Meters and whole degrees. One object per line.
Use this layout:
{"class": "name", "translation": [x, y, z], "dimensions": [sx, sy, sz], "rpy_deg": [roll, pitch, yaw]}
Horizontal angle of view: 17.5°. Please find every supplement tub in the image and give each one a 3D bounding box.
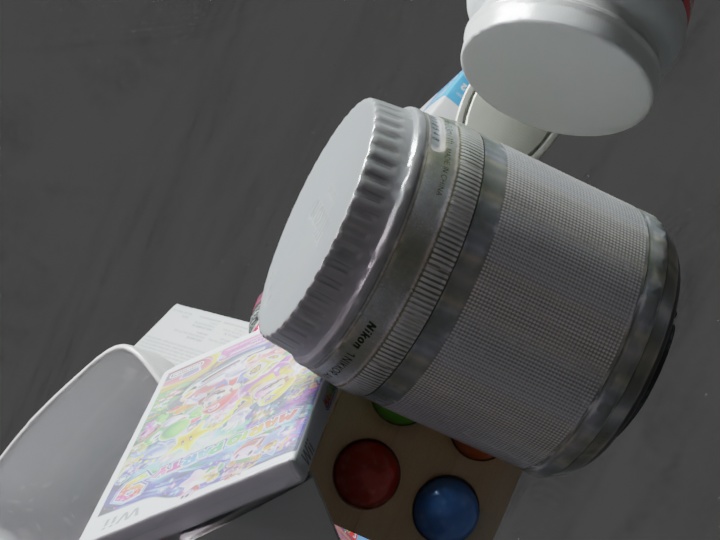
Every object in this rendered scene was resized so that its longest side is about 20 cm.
{"class": "supplement tub", "translation": [0.147, -0.201, 1.472], "dimensions": [0.140, 0.140, 0.201], "rpy_deg": [-42, 27, 60]}

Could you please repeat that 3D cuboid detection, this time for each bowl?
{"class": "bowl", "translation": [-0.143, 0.172, 1.528], "dimensions": [0.200, 0.075, 0.200], "rpy_deg": [-45, 64, 25]}

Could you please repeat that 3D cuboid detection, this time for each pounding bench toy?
{"class": "pounding bench toy", "translation": [0.039, 0.070, 1.449], "dimensions": [0.201, 0.124, 0.156], "rpy_deg": [-66, 13, -4]}

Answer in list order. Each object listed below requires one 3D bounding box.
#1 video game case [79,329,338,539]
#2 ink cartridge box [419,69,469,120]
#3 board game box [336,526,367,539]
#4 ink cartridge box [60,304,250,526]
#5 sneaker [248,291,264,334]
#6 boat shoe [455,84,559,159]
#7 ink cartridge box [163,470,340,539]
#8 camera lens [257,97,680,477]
{"class": "video game case", "translation": [-0.075, 0.087, 1.338], "dimensions": [0.143, 0.018, 0.200], "rpy_deg": [-23, 20, 21]}
{"class": "ink cartridge box", "translation": [0.031, -0.046, 1.701], "dimensions": [0.200, 0.068, 0.115], "rpy_deg": [-52, 5, -27]}
{"class": "board game box", "translation": [-0.018, 0.119, 1.605], "dimensions": [0.200, 0.039, 0.159], "rpy_deg": [-33, 55, 46]}
{"class": "ink cartridge box", "translation": [-0.158, 0.114, 1.705], "dimensions": [0.200, 0.050, 0.162], "rpy_deg": [-48, 22, -14]}
{"class": "sneaker", "translation": [0.000, 0.000, 1.579], "dimensions": [0.200, 0.081, 0.075], "rpy_deg": [-31, 34, 21]}
{"class": "boat shoe", "translation": [0.113, -0.140, 1.654], "dimensions": [0.201, 0.074, 0.060], "rpy_deg": [-67, 13, -19]}
{"class": "ink cartridge box", "translation": [-0.047, 0.204, 1.347], "dimensions": [0.086, 0.201, 0.146], "rpy_deg": [-28, 16, -14]}
{"class": "camera lens", "translation": [0.064, 0.011, 1.287], "dimensions": [0.160, 0.199, 0.160], "rpy_deg": [-59, 14, 25]}
